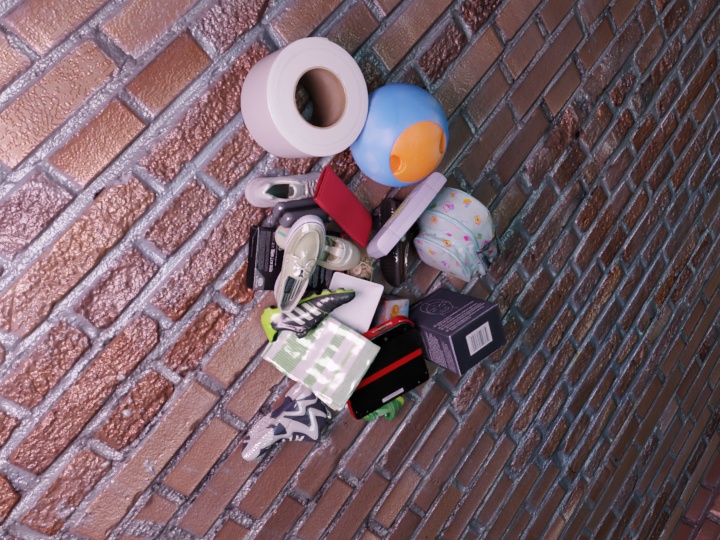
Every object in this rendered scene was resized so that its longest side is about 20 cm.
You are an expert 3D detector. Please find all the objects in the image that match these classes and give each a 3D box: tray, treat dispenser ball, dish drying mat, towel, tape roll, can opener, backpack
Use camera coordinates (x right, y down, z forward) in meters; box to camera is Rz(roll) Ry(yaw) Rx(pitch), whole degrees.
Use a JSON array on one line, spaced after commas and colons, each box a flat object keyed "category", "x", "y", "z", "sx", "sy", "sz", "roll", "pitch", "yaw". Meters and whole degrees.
[{"category": "tray", "x": -0.032, "y": 0.099, "z": 1.118, "sx": 0.107, "sy": 0.022, "sz": 0.201, "roll": 16, "pitch": 114, "yaw": -8}, {"category": "treat dispenser ball", "x": 0.076, "y": -0.271, "z": 1.065, "sx": 0.200, "sy": 0.201, "sz": 0.202, "roll": -6, "pitch": 102, "yaw": -31}, {"category": "dish drying mat", "x": -0.031, "y": -0.121, "z": 1.044, "sx": 0.200, "sy": 0.018, "sz": 0.077, "roll": 42, "pitch": 61, "yaw": -53}, {"category": "towel", "x": -0.083, "y": 0.167, "z": 1.071, "sx": 0.199, "sy": 0.023, "sz": 0.153, "roll": 31, "pitch": 80, "yaw": 13}, {"category": "tape roll", "x": -0.104, "y": -0.312, "z": 0.982, "sx": 0.202, "sy": 0.139, "sz": 0.204, "roll": -7, "pitch": 103, "yaw": -31}, {"category": "can opener", "x": -0.091, "y": -0.108, "z": 1.026, "sx": 0.067, "sy": 0.053, "sz": 0.200, "roll": -50, "pitch": 161, "yaw": 29}, {"category": "backpack", "x": 0.206, "y": -0.083, "z": 1.173, "sx": 0.153, "sy": 0.175, "sz": 0.200, "roll": -47, "pitch": 142, "yaw": -19}]

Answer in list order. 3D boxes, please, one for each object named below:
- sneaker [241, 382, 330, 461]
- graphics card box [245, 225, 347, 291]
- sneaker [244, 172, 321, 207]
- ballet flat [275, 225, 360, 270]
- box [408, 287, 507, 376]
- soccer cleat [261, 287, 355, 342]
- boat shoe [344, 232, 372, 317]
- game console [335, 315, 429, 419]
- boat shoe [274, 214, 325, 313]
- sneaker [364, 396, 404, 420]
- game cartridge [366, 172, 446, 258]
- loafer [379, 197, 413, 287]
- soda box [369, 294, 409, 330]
[{"category": "sneaker", "x": -0.142, "y": 0.343, "z": 1.107, "sx": 0.199, "sy": 0.079, "sz": 0.130, "roll": -48, "pitch": 111, "yaw": -28}, {"category": "graphics card box", "x": -0.127, "y": -0.022, "z": 1.071, "sx": 0.199, "sy": 0.051, "sz": 0.126, "roll": 1, "pitch": 98, "yaw": -33}, {"category": "sneaker", "x": -0.119, "y": -0.154, "z": 1.037, "sx": 0.199, "sy": 0.080, "sz": 0.071, "roll": -12, "pitch": 103, "yaw": -31}, {"category": "ballet flat", "x": -0.071, "y": -0.041, "z": 1.034, "sx": 0.199, "sy": 0.069, "sz": 0.070, "roll": 15, "pitch": 91, "yaw": -33}, {"category": "box", "x": 0.205, "y": 0.134, "z": 1.216, "sx": 0.148, "sy": 0.200, "sz": 0.108, "roll": -29, "pitch": 113, "yaw": -24}, {"category": "soccer cleat", "x": -0.100, "y": 0.088, "z": 1.054, "sx": 0.199, "sy": 0.068, "sz": 0.081, "roll": -17, "pitch": 86, "yaw": 8}, {"category": "boat shoe", "x": 0.000, "y": 0.000, "z": 1.145, "sx": 0.071, "sy": 0.064, "sz": 0.201, "roll": -4, "pitch": 101, "yaw": -31}, {"category": "game console", "x": 0.045, "y": 0.207, "z": 1.142, "sx": 0.199, "sy": 0.031, "sz": 0.178, "roll": -26, "pitch": 115, "yaw": -15}, {"category": "boat shoe", "x": -0.109, "y": -0.007, "z": 0.968, "sx": 0.072, "sy": 0.062, "sz": 0.201, "roll": 8, "pitch": 126, "yaw": -21}, {"category": "sneaker", "x": 0.019, "y": 0.298, "z": 1.204, "sx": 0.199, "sy": 0.074, "sz": 0.084, "roll": 26, "pitch": 80, "yaw": -33}, {"category": "game cartridge", "x": 0.091, "y": -0.112, "z": 1.077, "sx": 0.040, "sy": 0.133, "sz": 0.200, "roll": 41, "pitch": 81, "yaw": -9}, {"category": "loafer", "x": 0.090, "y": -0.062, "z": 1.184, "sx": 0.071, "sy": 0.073, "sz": 0.201, "roll": -6, "pitch": 102, "yaw": -29}, {"category": "soda box", "x": 0.062, "y": 0.157, "z": 1.213, "sx": 0.068, "sy": 0.063, "sz": 0.201, "roll": -2, "pitch": 100, "yaw": -32}]
